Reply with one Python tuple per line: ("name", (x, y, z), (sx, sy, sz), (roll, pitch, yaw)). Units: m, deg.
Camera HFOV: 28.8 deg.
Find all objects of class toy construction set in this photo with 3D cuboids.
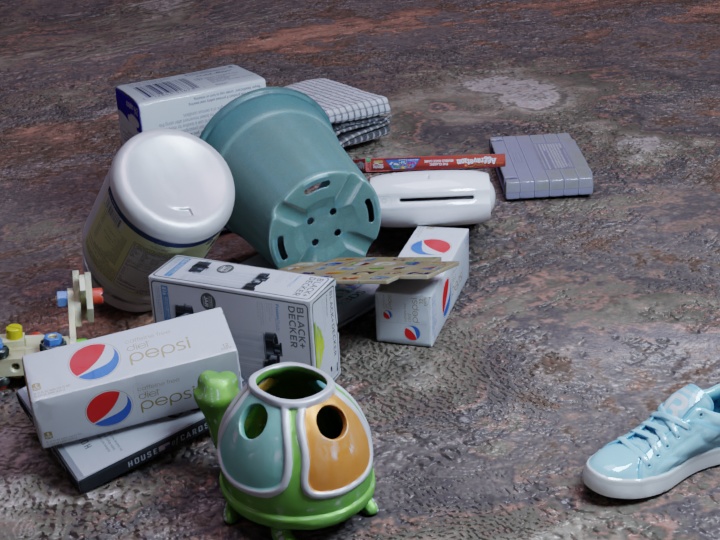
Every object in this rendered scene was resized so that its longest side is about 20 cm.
("toy construction set", (-0.374, 0.072, 1.540), (0.198, 0.093, 0.131), (-17, 25, -5))

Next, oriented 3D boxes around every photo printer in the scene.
("photo printer", (0.089, -0.092, 1.795), (0.165, 0.070, 0.200), (-2, 3, 2))

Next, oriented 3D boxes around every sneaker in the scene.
("sneaker", (0.287, 0.145, 1.301), (0.199, 0.083, 0.074), (-17, 27, -29))

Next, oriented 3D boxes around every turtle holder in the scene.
("turtle holder", (-0.065, 0.150, 1.268), (0.140, 0.133, 0.186), (-10, 25, -15))

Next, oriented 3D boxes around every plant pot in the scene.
("plant pot", (-0.081, -0.092, 1.705), (0.198, 0.202, 0.196), (-13, 34, -22))

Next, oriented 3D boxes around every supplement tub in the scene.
("supplement tub", (-0.239, -0.053, 1.618), (0.144, 0.200, 0.146), (12, 56, -19))

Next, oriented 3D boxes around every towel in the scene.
("towel", (-0.066, -0.235, 2.190), (0.165, 0.086, 0.199), (-19, 27, -35))

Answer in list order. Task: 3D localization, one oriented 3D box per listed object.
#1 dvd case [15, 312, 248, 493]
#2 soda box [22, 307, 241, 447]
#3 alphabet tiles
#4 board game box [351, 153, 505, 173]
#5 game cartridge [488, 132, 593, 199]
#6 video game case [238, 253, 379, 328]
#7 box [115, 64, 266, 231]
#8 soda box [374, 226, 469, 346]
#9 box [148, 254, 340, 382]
("dvd case", (-0.222, 0.127, 1.398), (0.199, 0.025, 0.150), (-25, 44, -23))
("soda box", (-0.218, 0.102, 1.348), (0.198, 0.064, 0.068), (-14, 41, -12))
("alphabet tiles", (0.000, 0.000, 1.549), (0.198, 0.006, 0.166), (0, 9, 23))
("board game box", (0.077, -0.138, 1.817), (0.198, 0.020, 0.103), (-4, 4, -23))
("game cartridge", (0.260, -0.151, 2.027), (0.128, 0.039, 0.200), (1, 24, -2))
("video game case", (-0.085, 0.027, 1.676), (0.199, 0.024, 0.181), (16, 30, 36))
("box", (-0.219, -0.156, 1.881), (0.182, 0.202, 0.105), (-15, 25, -25))
("soda box", (0.075, 0.014, 1.640), (0.067, 0.064, 0.200), (5, 25, 16))
("box", (-0.123, 0.058, 1.500), (0.198, 0.118, 0.060), (9, 26, 23))
